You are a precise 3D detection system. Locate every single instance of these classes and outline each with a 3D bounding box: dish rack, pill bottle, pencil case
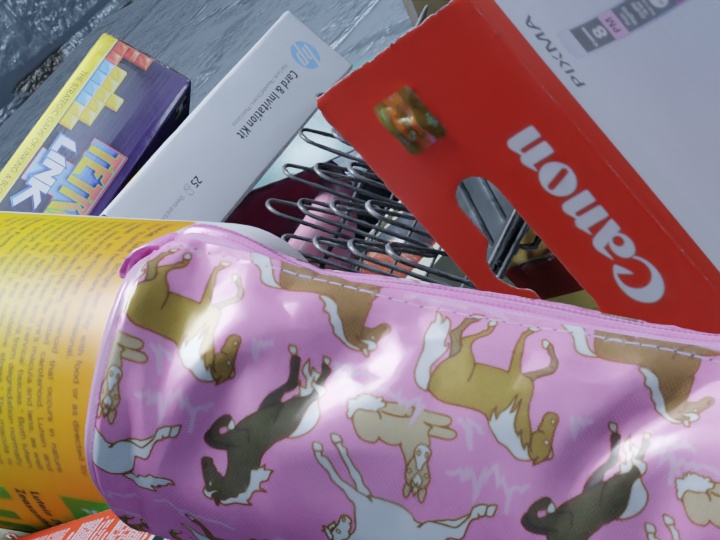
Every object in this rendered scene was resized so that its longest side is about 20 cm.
[{"bbox_3d":[0.000,0.000,0.823,0.200,0.055,0.153,-64,28,25],"label":"dish rack"},{"bbox_3d":[-0.075,0.038,0.743,0.200,0.111,0.111,3,44,36],"label":"pill bottle"},{"bbox_3d":[0.027,0.043,0.563,0.200,0.083,0.087,9,63,18],"label":"pencil case"}]

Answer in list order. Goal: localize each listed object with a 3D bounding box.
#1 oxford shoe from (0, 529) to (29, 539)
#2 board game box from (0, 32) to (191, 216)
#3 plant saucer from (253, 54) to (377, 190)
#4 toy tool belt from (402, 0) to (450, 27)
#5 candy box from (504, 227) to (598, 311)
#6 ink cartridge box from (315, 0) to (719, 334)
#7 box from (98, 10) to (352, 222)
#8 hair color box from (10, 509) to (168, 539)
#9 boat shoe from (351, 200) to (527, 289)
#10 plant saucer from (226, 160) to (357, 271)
[{"bbox_3d":[-0.133,0.114,0.835,0.074,0.071,0.200,-39,-27,13],"label":"oxford shoe"},{"bbox_3d":[-0.160,0.002,1.116,0.200,0.057,0.165,-57,-5,-21],"label":"board game box"},{"bbox_3d":[-0.009,-0.084,1.150,0.200,0.036,0.200,-22,7,3],"label":"plant saucer"},{"bbox_3d":[0.074,-0.148,1.055,0.125,0.200,0.123,13,84,27],"label":"toy tool belt"},{"bbox_3d":[0.147,-0.062,0.780,0.200,0.056,0.117,-50,15,-25],"label":"candy box"},{"bbox_3d":[0.096,-0.027,0.614,0.200,0.163,0.057,-34,13,34],"label":"ink cartridge box"},{"bbox_3d":[-0.097,-0.005,0.943,0.200,0.041,0.156,-47,5,45],"label":"box"},{"bbox_3d":[-0.063,0.133,0.699,0.200,0.111,0.064,-21,29,55],"label":"hair color box"},{"bbox_3d":[0.072,-0.044,0.888,0.200,0.071,0.063,-48,33,9],"label":"boat shoe"},{"bbox_3d":[-0.071,0.029,1.123,0.200,0.051,0.201,-40,15,13],"label":"plant saucer"}]
